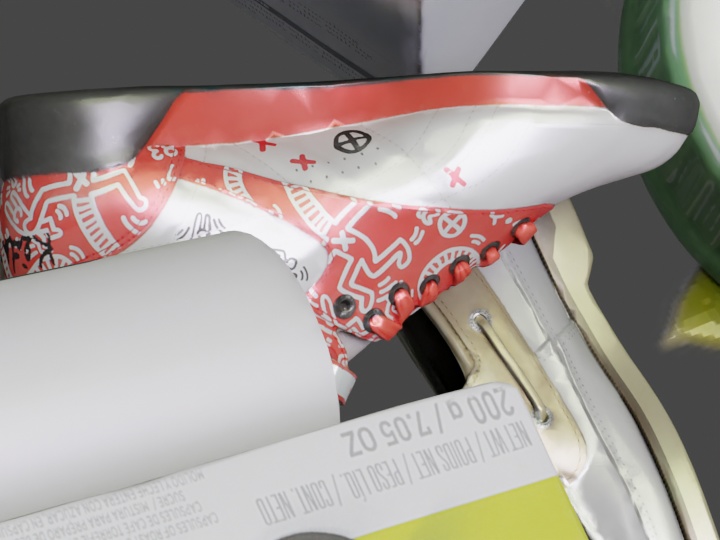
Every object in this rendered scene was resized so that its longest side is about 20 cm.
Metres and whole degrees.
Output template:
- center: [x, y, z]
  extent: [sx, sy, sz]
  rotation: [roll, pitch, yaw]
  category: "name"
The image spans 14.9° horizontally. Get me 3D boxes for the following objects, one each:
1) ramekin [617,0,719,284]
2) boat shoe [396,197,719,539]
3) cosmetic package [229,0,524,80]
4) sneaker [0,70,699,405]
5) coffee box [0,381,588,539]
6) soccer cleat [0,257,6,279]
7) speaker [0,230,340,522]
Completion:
- center: [0.181, -0.075, 0.867]
  extent: [0.199, 0.098, 0.201]
  rotation: [0, 84, 5]
  category: "ramekin"
- center: [0.049, 0.047, 0.824]
  extent: [0.068, 0.075, 0.201]
  rotation: [-20, 72, -13]
  category: "boat shoe"
- center: [0.027, -0.174, 0.806]
  extent: [0.123, 0.200, 0.200]
  rotation: [35, 81, 6]
  category: "cosmetic package"
- center: [-0.001, 0.000, 0.775]
  extent: [0.200, 0.067, 0.109]
  rotation: [-4, 93, -14]
  category: "sneaker"
- center: [-0.041, 0.173, 0.634]
  extent: [0.199, 0.200, 0.198]
  rotation: [-15, 70, -28]
  category: "coffee box"
- center: [-0.162, 0.000, 0.746]
  extent: [0.199, 0.085, 0.069]
  rotation: [5, 62, -20]
  category: "soccer cleat"
- center: [-0.105, 0.047, 0.649]
  extent: [0.199, 0.081, 0.081]
  rotation: [-13, 69, -30]
  category: "speaker"
